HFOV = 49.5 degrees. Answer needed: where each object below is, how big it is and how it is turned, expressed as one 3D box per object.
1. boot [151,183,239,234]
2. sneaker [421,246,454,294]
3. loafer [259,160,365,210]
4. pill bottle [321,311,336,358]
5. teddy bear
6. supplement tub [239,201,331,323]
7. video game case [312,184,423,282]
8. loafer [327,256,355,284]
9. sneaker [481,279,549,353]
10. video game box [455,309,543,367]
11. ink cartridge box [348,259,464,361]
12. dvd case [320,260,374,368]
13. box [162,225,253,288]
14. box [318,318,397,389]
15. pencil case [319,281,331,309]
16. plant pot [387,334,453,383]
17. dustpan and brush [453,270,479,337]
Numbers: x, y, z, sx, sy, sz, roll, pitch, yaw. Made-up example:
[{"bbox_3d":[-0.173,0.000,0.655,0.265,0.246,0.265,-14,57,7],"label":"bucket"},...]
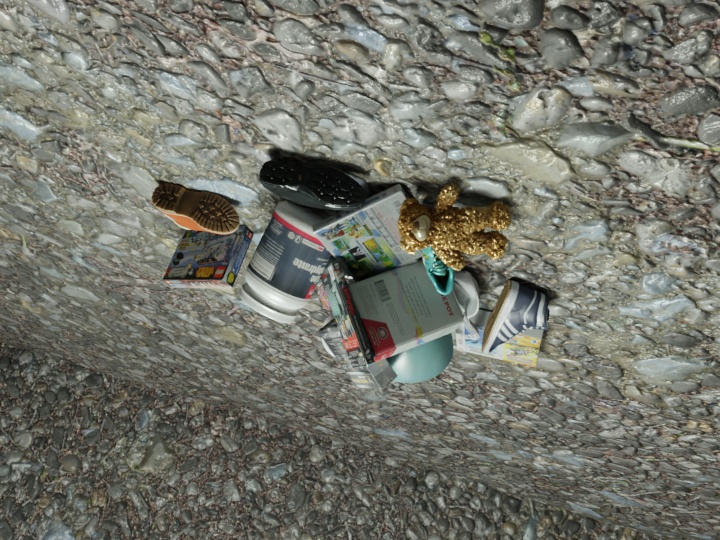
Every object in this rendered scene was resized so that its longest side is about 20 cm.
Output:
[{"bbox_3d":[-0.334,-0.116,1.646,0.196,0.076,0.108,21,161,15],"label":"boot"},{"bbox_3d":[0.144,-0.034,1.434,0.076,0.081,0.201,-13,139,10],"label":"sneaker"},{"bbox_3d":[-0.083,-0.148,1.386,0.196,0.070,0.070,15,171,13],"label":"loafer"},{"bbox_3d":[-0.038,0.151,1.897,0.117,0.122,0.200,18,177,-1],"label":"pill bottle"},{"bbox_3d":[0.160,-0.070,1.324,0.196,0.067,0.147,20,118,-5],"label":"teddy bear"},{"bbox_3d":[-0.139,-0.017,1.511,0.138,0.203,0.140,27,-171,-5],"label":"supplement tub"},{"bbox_3d":[0.032,-0.062,1.455,0.179,0.022,0.200,-24,143,14],"label":"video game case"},{"bbox_3d":[0.000,0.000,1.641,0.197,0.070,0.070,19,180,-19],"label":"loafer"},{"bbox_3d":[0.322,0.112,1.612,0.106,0.071,0.202,15,133,-1],"label":"sneaker"},{"bbox_3d":[0.316,0.153,1.791,0.195,0.048,0.183,12,158,15],"label":"video game box"},{"bbox_3d":[0.083,0.077,1.532,0.196,0.148,0.083,-18,163,-17],"label":"ink cartridge box"},{"bbox_3d":[-0.028,0.089,1.516,0.022,0.204,0.146,-20,175,-14],"label":"dvd case"},{"bbox_3d":[-0.342,-0.029,1.744,0.197,0.139,0.040,0,149,36],"label":"box"},{"bbox_3d":[-0.010,0.177,1.689,0.160,0.048,0.200,55,163,-3],"label":"box"},{"bbox_3d":[-0.018,0.068,1.722,0.199,0.085,0.085,22,128,56],"label":"pencil case"},{"bbox_3d":[0.108,0.127,1.730,0.196,0.202,0.137,10,134,17],"label":"plant pot"},{"bbox_3d":[0.211,0.076,1.657,0.137,0.058,0.200,-2,149,39],"label":"dustpan and brush"}]
